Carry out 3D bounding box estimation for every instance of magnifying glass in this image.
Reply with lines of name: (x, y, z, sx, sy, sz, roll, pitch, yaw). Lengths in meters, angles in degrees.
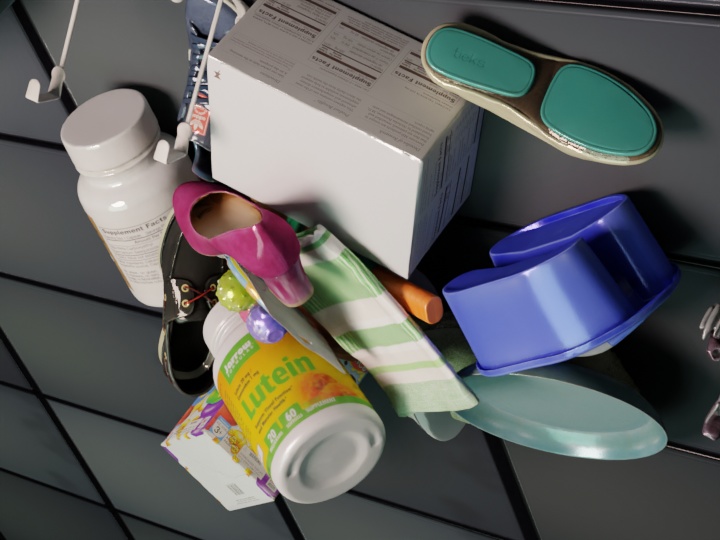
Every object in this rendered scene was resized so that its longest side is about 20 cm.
magnifying glass: (0.000, 0.000, 1.419, 0.200, 0.022, 0.080, 30, 139, 47)

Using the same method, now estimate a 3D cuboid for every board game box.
board game box: (-0.089, 0.128, 1.657, 0.103, 0.200, 0.105, 46, 149, -13)

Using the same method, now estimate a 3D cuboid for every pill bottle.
pill bottle: (-0.069, 0.107, 1.511, 0.200, 0.111, 0.111, 53, 163, 41)
pill bottle: (-0.211, -0.071, 1.605, 0.114, 0.115, 0.201, 11, 140, 36)

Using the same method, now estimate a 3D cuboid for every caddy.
caddy: (0.163, 0.022, 1.315, 0.200, 0.141, 0.105, -18, 105, 54)

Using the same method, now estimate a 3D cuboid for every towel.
towel: (0.003, 0.047, 1.420, 0.200, 0.023, 0.152, 50, 158, -10)
towel: (0.142, 0.087, 1.495, 0.199, 0.037, 0.149, -9, 132, 36)

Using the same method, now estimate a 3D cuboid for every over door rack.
over door rack: (-0.173, -0.206, 1.354, 0.147, 0.201, 0.067, 24, -172, 20)

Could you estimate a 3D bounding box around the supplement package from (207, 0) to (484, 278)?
supplement package: (-0.013, -0.116, 1.352, 0.199, 0.111, 0.156, 28, 147, 16)

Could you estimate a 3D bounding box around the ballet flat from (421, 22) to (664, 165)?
ballet flat: (0.138, -0.129, 1.240, 0.199, 0.070, 0.070, 29, 148, 17)

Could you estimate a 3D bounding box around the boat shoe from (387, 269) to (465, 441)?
boat shoe: (0.046, 0.073, 1.582, 0.070, 0.071, 0.201, 26, 147, 48)

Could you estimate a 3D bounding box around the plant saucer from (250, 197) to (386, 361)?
plant saucer: (-0.044, -0.005, 1.536, 0.200, 0.032, 0.201, 40, 145, 35)

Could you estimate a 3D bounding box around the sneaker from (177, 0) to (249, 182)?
sneaker: (-0.128, -0.157, 1.439, 0.075, 0.085, 0.201, 22, 145, 24)

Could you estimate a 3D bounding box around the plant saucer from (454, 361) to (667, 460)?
plant saucer: (0.170, 0.117, 1.432, 0.199, 0.028, 0.200, 13, 158, 5)

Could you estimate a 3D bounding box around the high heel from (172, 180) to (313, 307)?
high heel: (-0.114, -0.047, 1.379, 0.200, 0.067, 0.096, 46, 168, 45)

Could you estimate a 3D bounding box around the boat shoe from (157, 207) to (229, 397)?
boat shoe: (-0.156, 0.026, 1.582, 0.063, 0.073, 0.203, -128, 40, -54)

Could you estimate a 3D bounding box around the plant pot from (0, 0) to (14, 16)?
plant pot: (-0.425, -0.270, 1.504, 0.199, 0.196, 0.197, -1, 133, 31)

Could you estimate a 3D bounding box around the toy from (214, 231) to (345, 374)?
toy: (-0.098, 0.020, 1.469, 0.115, 0.047, 0.200, 40, -168, -44)

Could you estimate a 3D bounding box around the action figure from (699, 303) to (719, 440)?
action figure: (0.329, 0.080, 1.305, 0.130, 0.069, 0.201, 35, 146, 22)
